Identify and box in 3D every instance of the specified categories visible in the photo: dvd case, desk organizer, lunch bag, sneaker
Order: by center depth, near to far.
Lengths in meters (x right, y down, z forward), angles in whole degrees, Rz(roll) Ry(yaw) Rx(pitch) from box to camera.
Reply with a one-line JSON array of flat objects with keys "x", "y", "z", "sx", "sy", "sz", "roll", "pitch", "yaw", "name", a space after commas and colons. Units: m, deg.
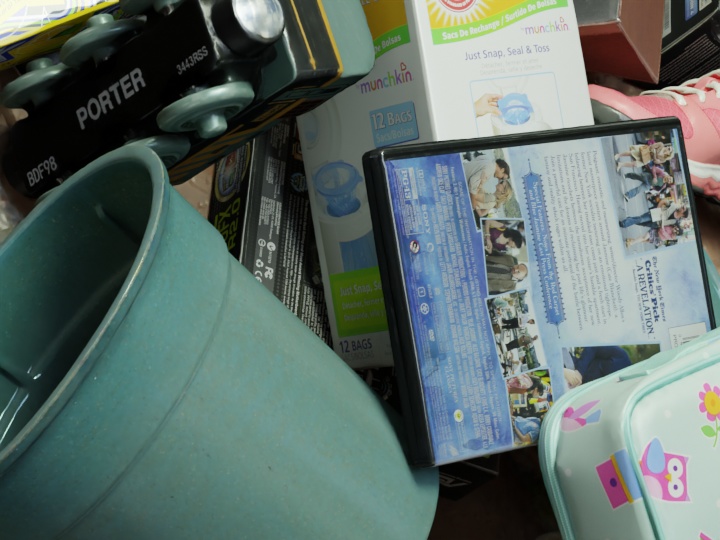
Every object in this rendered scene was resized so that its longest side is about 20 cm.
[{"x": 0.178, "y": 0.101, "z": 1.322, "sx": 0.199, "sy": 0.077, "sz": 0.161, "roll": -18, "pitch": 88, "yaw": -42, "name": "lunch bag"}, {"x": 0.089, "y": 0.006, "z": 1.324, "sx": 0.199, "sy": 0.018, "sz": 0.144, "roll": -8, "pitch": 88, "yaw": -40, "name": "dvd case"}, {"x": 0.197, "y": -0.084, "z": 1.593, "sx": 0.199, "sy": 0.074, "sz": 0.087, "roll": 17, "pitch": 91, "yaw": -35, "name": "sneaker"}, {"x": 0.133, "y": -0.205, "z": 1.614, "sx": 0.077, "sy": 0.071, "sz": 0.201, "roll": 47, "pitch": 45, "yaw": -54, "name": "desk organizer"}]

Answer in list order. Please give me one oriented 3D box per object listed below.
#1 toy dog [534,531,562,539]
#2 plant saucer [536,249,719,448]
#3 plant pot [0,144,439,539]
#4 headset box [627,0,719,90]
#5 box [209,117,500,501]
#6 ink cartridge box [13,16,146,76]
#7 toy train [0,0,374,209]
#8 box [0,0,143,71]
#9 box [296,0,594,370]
[{"x": 0.088, "y": 0.194, "z": 1.385, "sx": 0.199, "sy": 0.096, "sz": 0.132, "roll": -14, "pitch": 76, "yaw": -37, "name": "toy dog"}, {"x": 0.145, "y": 0.036, "z": 1.517, "sx": 0.200, "sy": 0.027, "sz": 0.201, "roll": 22, "pitch": 58, "yaw": -39, "name": "plant saucer"}, {"x": -0.083, "y": 0.082, "z": 1.278, "sx": 0.196, "sy": 0.200, "sz": 0.201, "roll": 39, "pitch": 52, "yaw": -23, "name": "plant pot"}, {"x": 0.263, "y": -0.172, "z": 1.684, "sx": 0.199, "sy": 0.093, "sz": 0.175, "roll": 20, "pitch": 59, "yaw": -26, "name": "headset box"}, {"x": 0.000, "y": 0.000, "z": 1.456, "sx": 0.160, "sy": 0.044, "sz": 0.201, "roll": 19, "pitch": 59, "yaw": -26, "name": "box"}, {"x": -0.143, "y": -0.223, "z": 1.437, "sx": 0.200, "sy": 0.047, "sz": 0.198, "roll": -37, "pitch": 90, "yaw": -21, "name": "ink cartridge box"}, {"x": -0.085, "y": -0.084, "z": 1.342, "sx": 0.114, "sy": 0.200, "sz": 0.086, "roll": -9, "pitch": 75, "yaw": -43, "name": "toy train"}, {"x": -0.189, "y": -0.127, "z": 1.342, "sx": 0.199, "sy": 0.064, "sz": 0.070, "roll": -24, "pitch": 87, "yaw": -22, "name": "box"}, {"x": 0.042, "y": -0.060, "z": 1.383, "sx": 0.101, "sy": 0.112, "sz": 0.201, "roll": -9, "pitch": 90, "yaw": -37, "name": "box"}]
